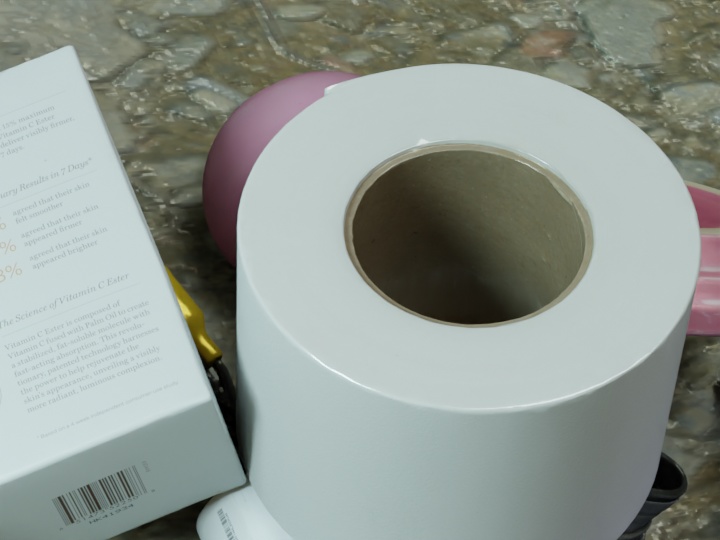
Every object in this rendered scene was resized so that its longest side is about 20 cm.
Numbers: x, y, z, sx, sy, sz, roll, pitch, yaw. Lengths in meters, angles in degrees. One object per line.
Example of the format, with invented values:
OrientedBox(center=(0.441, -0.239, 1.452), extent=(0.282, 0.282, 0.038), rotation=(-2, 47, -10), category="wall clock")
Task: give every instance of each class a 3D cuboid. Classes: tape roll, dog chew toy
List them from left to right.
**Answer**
OrientedBox(center=(0.000, 0.000, 1.325), extent=(0.124, 0.125, 0.201), rotation=(-11, 69, -39), category="dog chew toy")
OrientedBox(center=(0.044, 0.026, 1.157), extent=(0.202, 0.139, 0.203), rotation=(1, 48, -1), category="tape roll")

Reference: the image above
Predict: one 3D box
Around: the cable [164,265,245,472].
OrientedBox(center=(-0.066, 0.071, 1.261), extent=(0.200, 0.050, 0.097), rotation=(36, 44, 2), category="cable")

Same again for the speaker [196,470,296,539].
OrientedBox(center=(-0.003, 0.186, 1.180), extent=(0.081, 0.081, 0.200), rotation=(-5, 56, -36), category="speaker")

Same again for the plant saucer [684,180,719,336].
OrientedBox(center=(0.144, -0.017, 1.400), extent=(0.200, 0.051, 0.201), rotation=(9, 14, -2), category="plant saucer")

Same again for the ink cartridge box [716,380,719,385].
OrientedBox(center=(0.311, 0.106, 1.425), extent=(0.199, 0.173, 0.044), rotation=(21, 78, -17), category="ink cartridge box")

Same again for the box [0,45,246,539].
OrientedBox(center=(-0.148, 0.019, 1.183), extent=(0.124, 0.098, 0.200), rotation=(-22, 62, -4), category="box")

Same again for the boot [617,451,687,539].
OrientedBox(center=(0.126, 0.138, 1.269), extent=(0.199, 0.131, 0.068), rotation=(13, 47, -23), category="boot")
